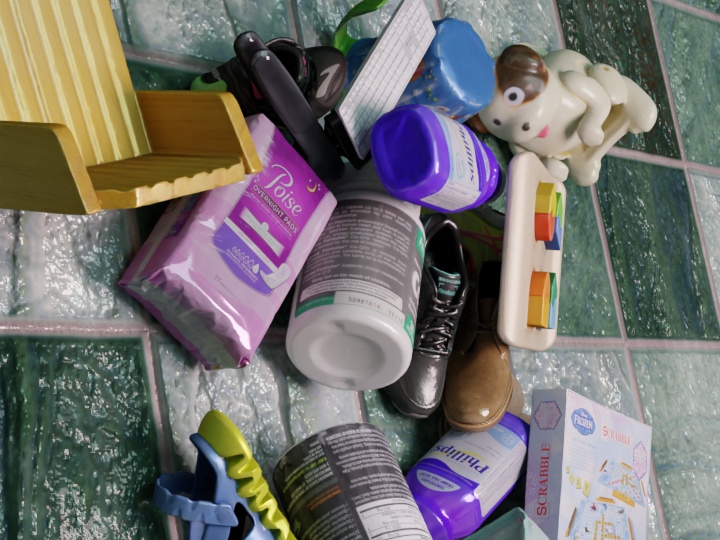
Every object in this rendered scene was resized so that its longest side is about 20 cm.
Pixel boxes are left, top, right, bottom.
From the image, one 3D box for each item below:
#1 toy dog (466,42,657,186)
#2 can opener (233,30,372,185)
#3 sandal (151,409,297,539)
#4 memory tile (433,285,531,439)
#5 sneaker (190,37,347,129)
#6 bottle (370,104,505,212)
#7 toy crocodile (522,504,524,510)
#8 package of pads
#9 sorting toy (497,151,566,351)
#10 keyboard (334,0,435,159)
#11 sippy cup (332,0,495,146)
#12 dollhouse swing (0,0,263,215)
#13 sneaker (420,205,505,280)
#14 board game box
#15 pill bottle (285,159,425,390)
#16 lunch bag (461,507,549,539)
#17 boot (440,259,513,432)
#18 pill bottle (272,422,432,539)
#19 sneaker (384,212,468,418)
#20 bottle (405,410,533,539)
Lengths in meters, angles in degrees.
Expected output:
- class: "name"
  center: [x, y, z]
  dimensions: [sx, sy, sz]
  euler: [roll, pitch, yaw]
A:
- class: "toy dog"
  center: [0.208, -0.194, 1.724]
  dimensions: [0.200, 0.139, 0.194]
  euler: [-3, 64, -50]
- class: "can opener"
  center: [-0.058, -0.143, 1.354]
  dimensions: [0.079, 0.063, 0.200]
  euler: [-47, 139, -4]
- class: "sandal"
  center: [-0.104, 0.211, 1.246]
  dimensions: [0.087, 0.079, 0.200]
  euler: [-32, 110, -13]
- class: "memory tile"
  center: [0.113, 0.124, 1.569]
  dimensions: [0.153, 0.017, 0.200]
  euler: [-30, 99, -51]
- class: "sneaker"
  center: [-0.068, -0.174, 1.426]
  dimensions: [0.200, 0.084, 0.077]
  euler: [-27, 89, -51]
- class: "bottle"
  center: [0.078, -0.095, 1.407]
  dimensions: [0.200, 0.065, 0.084]
  euler: [13, 60, -64]
- class: "toy crocodile"
  center: [0.177, 0.263, 1.543]
  dimensions: [0.062, 0.067, 0.200]
  euler: [56, 41, -18]
- class: "package of pads"
  center: [-0.108, -0.023, 1.312]
  dimensions: [0.121, 0.076, 0.200]
  euler: [49, 50, -26]
- class: "sorting toy"
  center: [0.178, -0.014, 1.528]
  dimensions: [0.200, 0.036, 0.186]
  euler: [14, 80, -72]
- class: "keyboard"
  center: [0.026, -0.184, 1.405]
  dimensions: [0.056, 0.011, 0.200]
  euler: [58, 41, -30]
- class: "sippy cup"
  center: [0.060, -0.188, 1.549]
  dimensions: [0.178, 0.130, 0.140]
  euler: [22, 59, -43]
- class: "dollhouse swing"
  center: [-0.204, -0.150, 1.205]
  dimensions: [0.200, 0.181, 0.176]
  euler: [-18, 108, -51]
- class: "sneaker"
  center: [0.119, -0.020, 1.603]
  dimensions: [0.200, 0.078, 0.091]
  euler: [29, 68, -37]
- class: "board game box"
  center: [0.224, 0.233, 1.510]
  dimensions: [0.200, 0.041, 0.200]
  euler: [27, 65, -52]
- class: "pill bottle"
  center: [0.000, 0.000, 1.404]
  dimensions: [0.113, 0.113, 0.200]
  euler: [40, 41, -32]
- class: "lunch bag"
  center: [0.107, 0.329, 1.347]
  dimensions: [0.170, 0.200, 0.122]
  euler: [48, 18, -28]
- class: "boot"
  center: [0.116, 0.070, 1.507]
  dimensions: [0.200, 0.073, 0.076]
  euler: [-74, 164, -45]
- class: "pill bottle"
  center: [0.007, 0.235, 1.276]
  dimensions: [0.106, 0.106, 0.200]
  euler: [13, 43, -46]
- class: "sneaker"
  center: [0.060, 0.040, 1.471]
  dimensions: [0.075, 0.079, 0.201]
  euler: [6, 79, -25]
- class: "bottle"
  center: [0.083, 0.208, 1.442]
  dimensions: [0.200, 0.083, 0.065]
  euler: [-40, 135, -37]
